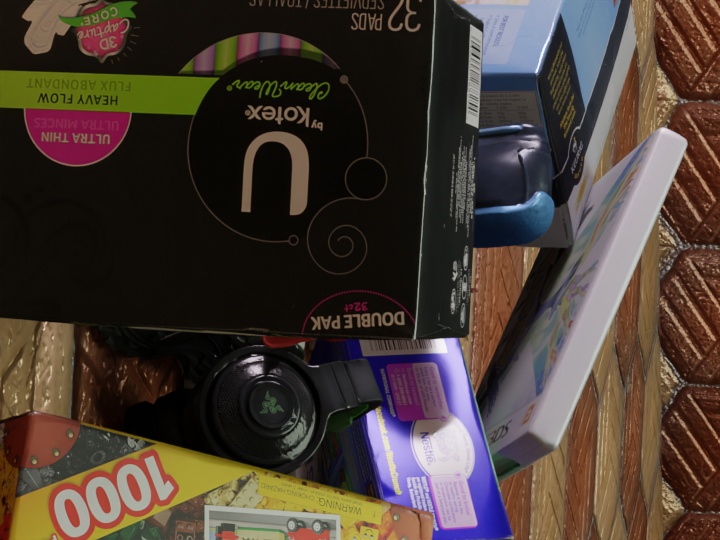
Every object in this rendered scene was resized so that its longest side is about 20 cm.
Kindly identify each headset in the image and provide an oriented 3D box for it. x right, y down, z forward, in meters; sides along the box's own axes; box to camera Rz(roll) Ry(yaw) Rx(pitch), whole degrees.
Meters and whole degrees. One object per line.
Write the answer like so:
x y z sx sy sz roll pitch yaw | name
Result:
-0.070 0.097 1.156 0.200 0.123 0.094 -11 76 -47 | headset

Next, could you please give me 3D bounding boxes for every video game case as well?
0.112 0.031 1.325 0.200 0.022 0.182 -64 -174 -21 | video game case

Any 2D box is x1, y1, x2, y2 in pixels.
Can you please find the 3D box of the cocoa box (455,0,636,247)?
0.077 -0.128 1.375 0.200 0.133 0.131 -68 152 -43 | cocoa box

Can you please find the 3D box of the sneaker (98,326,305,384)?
-0.090 0.003 1.174 0.200 0.074 0.079 44 28 -70 | sneaker

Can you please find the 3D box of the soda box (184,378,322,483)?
-0.061 0.154 1.296 0.063 0.068 0.200 -32 124 -75 | soda box

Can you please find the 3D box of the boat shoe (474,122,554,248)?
0.014 -0.048 1.281 0.084 0.200 0.069 53 41 -64 | boat shoe

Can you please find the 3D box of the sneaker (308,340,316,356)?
-0.003 0.028 1.553 0.085 0.073 0.200 -65 178 22 | sneaker

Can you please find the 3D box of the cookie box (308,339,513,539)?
0.011 0.137 1.338 0.200 0.075 0.171 111 -29 -51 | cookie box

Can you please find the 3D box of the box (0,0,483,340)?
-0.057 -0.047 0.989 0.124 0.200 0.149 7 86 -78 | box

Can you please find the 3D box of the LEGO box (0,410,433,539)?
-0.078 0.156 0.972 0.200 0.077 0.149 17 70 -30 | LEGO box

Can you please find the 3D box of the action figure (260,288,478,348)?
0.000 0.000 1.193 0.200 0.099 0.065 6 61 -84 | action figure
